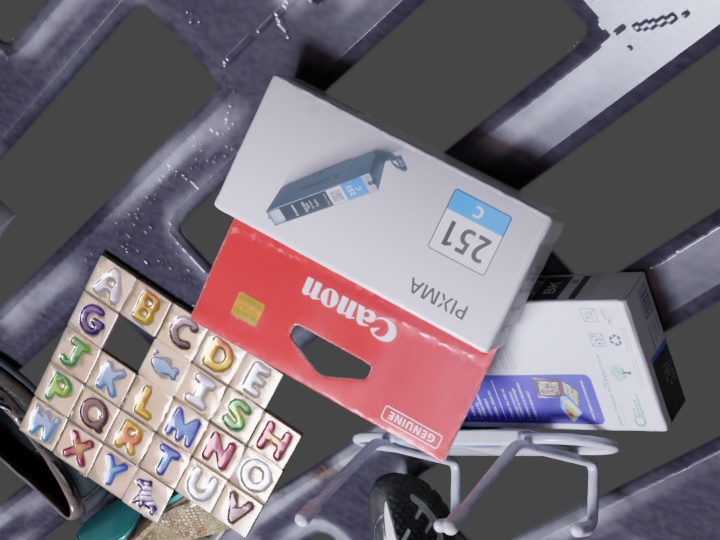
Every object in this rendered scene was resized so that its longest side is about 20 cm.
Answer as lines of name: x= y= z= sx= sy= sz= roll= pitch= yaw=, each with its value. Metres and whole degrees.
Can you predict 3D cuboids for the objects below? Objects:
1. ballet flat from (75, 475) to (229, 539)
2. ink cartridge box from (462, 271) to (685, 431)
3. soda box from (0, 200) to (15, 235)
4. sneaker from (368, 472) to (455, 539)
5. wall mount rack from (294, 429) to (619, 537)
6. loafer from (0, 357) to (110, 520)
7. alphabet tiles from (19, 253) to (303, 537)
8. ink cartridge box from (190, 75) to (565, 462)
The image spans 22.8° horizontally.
ballet flat: x=-0.156 y=0.206 z=1.433 sx=0.065 sy=0.071 sz=0.200 roll=43 pitch=141 yaw=-17
ink cartridge box: x=0.101 y=0.053 z=1.147 sx=0.200 sy=0.039 sz=0.100 roll=-2 pitch=121 yaw=35
soda box: x=-0.361 y=-0.079 z=1.353 sx=0.200 sy=0.063 sz=0.068 roll=44 pitch=138 yaw=-2
sneaker: x=0.031 y=0.232 z=1.313 sx=0.080 sy=0.074 sz=0.200 roll=7 pitch=126 yaw=34
wall mount rack: x=0.061 y=0.138 z=1.159 sx=0.200 sy=0.174 sz=0.075 roll=-5 pitch=76 yaw=38
loafer: x=-0.288 y=0.128 z=1.465 sx=0.200 sy=0.063 sz=0.072 roll=34 pitch=136 yaw=9
alphabet tiles: x=-0.146 y=0.108 z=1.341 sx=0.200 sy=0.008 sz=0.167 roll=33 pitch=112 yaw=11
ink cartridge box: x=0.000 y=0.000 z=1.110 sx=0.200 sy=0.045 sz=0.176 roll=28 pitch=101 yaw=16
